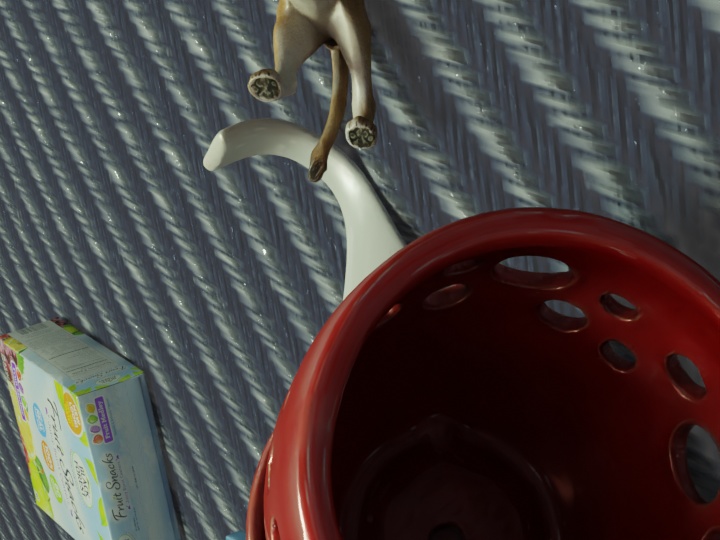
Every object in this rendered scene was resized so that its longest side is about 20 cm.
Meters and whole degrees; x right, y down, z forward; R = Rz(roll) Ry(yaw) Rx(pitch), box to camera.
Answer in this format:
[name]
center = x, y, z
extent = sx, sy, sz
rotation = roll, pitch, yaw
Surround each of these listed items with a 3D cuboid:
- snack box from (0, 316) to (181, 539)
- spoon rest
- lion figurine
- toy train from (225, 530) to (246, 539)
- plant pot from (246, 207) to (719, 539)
[snack box]
center = -0.234, 0.146, 1.376
extent = 0.200, 0.067, 0.170
rotation = 19, 124, 56
[spoon rest]
center = 0.000, 0.000, 0.849
extent = 0.200, 0.060, 0.099
rotation = 53, 153, 5
[lion figurine]
center = -0.026, -0.152, 0.757
extent = 0.123, 0.072, 0.201
rotation = -87, -3, -45
[toy train]
center = -0.042, 0.257, 1.025
extent = 0.087, 0.114, 0.201
rotation = 3, 111, 59
[plant pot]
center = 0.056, 0.097, 0.643
extent = 0.201, 0.199, 0.183
rotation = 64, 162, 12
